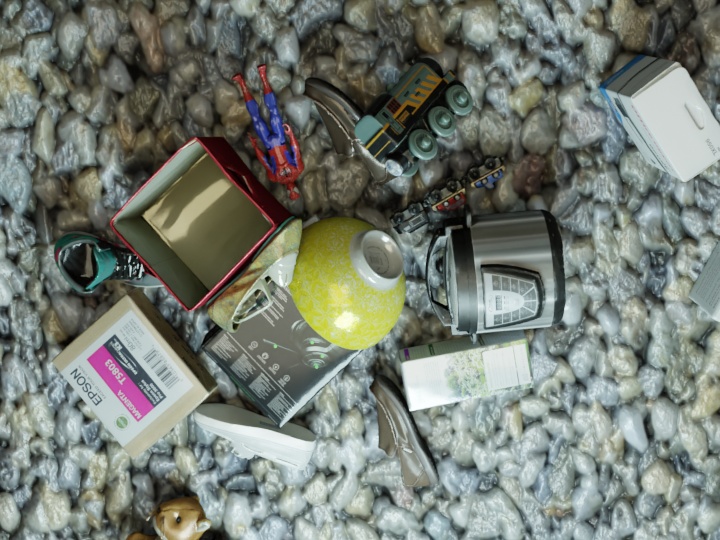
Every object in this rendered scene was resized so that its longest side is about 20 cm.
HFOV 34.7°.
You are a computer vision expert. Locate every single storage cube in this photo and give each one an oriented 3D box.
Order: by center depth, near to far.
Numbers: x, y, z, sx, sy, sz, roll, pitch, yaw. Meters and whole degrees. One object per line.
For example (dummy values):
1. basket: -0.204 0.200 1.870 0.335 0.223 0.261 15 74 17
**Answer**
1. storage cube: -0.223 -0.072 1.653 0.200 0.180 0.171 -44 90 9

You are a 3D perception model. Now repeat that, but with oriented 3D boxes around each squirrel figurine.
1. squirrel figurine: -0.277 0.457 1.827 0.198 0.141 0.189 24 91 -20

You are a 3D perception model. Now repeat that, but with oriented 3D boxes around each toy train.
1. toy train: 0.078 -0.223 1.645 0.114 0.085 0.201 43 58 -7
2. toy train: 0.135 -0.112 1.735 0.198 0.034 0.046 -31 105 6

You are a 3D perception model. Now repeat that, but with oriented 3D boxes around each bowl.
1. bowl: 0.000 0.000 1.662 0.200 0.201 0.107 45 134 -10

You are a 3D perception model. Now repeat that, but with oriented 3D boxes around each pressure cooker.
1. pressure cooker: 0.193 0.006 1.694 0.196 0.179 0.179 -4 69 1

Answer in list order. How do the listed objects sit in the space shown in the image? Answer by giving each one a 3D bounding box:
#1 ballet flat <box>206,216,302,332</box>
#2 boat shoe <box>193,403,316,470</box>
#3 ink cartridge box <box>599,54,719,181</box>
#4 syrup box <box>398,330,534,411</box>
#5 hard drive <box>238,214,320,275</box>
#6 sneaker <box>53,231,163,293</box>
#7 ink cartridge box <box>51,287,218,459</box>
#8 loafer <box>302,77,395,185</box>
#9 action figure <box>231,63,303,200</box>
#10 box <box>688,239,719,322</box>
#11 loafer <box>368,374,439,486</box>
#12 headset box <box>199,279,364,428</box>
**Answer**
1. ballet flat: -0.135 0.012 1.622 0.071 0.071 0.200 42 108 -9
2. boat shoe: -0.170 0.263 1.805 0.197 0.072 0.070 15 105 -12
3. ink cartridge box: 0.427 -0.219 1.629 0.084 0.200 0.145 -35 101 7
4. syrup box: 0.161 0.150 1.771 0.196 0.082 0.080 -11 101 2
5. hard drive: -0.113 0.025 1.767 0.199 0.027 0.133 -34 101 6
6. sneaker: -0.364 -0.009 1.707 0.196 0.121 0.085 9 103 -3
7. ink cartridge box: -0.342 0.156 1.757 0.164 0.075 0.201 -40 92 7
8. loafer: -0.015 -0.199 1.684 0.200 0.073 0.071 43 99 -9
9. action figure: -0.131 -0.199 1.707 0.064 0.052 0.203 -21 105 0
10. box: 0.635 0.012 1.720 0.197 0.131 0.202 26 102 -7
11. loafer: 0.056 0.259 1.798 0.070 0.073 0.202 -25 102 4
12. headset box: -0.107 0.097 1.722 0.200 0.093 0.174 -44 100 8
